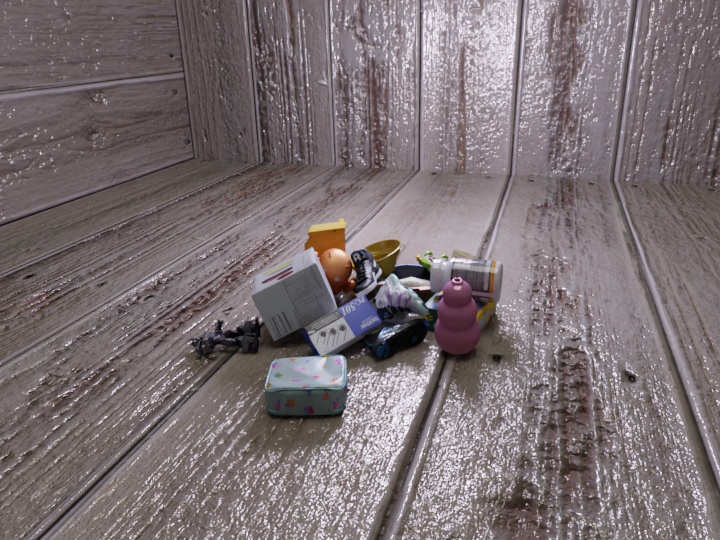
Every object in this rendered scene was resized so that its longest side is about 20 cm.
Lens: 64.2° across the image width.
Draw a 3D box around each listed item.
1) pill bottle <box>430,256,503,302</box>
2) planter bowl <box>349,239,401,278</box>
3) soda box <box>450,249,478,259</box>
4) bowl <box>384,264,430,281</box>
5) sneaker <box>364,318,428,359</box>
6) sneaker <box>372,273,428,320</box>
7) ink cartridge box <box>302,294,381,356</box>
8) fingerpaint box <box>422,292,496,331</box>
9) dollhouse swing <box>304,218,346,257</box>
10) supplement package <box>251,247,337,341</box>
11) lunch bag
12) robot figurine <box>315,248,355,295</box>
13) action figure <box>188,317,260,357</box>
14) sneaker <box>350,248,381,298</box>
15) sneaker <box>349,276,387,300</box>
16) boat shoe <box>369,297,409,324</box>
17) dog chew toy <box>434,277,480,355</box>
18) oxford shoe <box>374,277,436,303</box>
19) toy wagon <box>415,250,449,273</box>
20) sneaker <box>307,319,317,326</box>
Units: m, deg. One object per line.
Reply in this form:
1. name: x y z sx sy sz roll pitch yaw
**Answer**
1. pill bottle: 0.302 0.023 1.636 0.194 0.120 0.116 7 23 19
2. planter bowl: 0.057 -0.024 1.919 0.195 0.086 0.201 -20 19 7
3. soda box: 0.346 -0.007 1.803 0.062 0.070 0.200 13 12 -18
4. bowl: 0.165 0.030 1.932 0.193 0.041 0.202 -1 23 0
5. sneaker: 0.100 0.168 1.553 0.196 0.076 0.081 -16 27 -32
6. sneaker: 0.098 0.110 1.601 0.140 0.078 0.200 -48 33 -1
7. ink cartridge box: -0.048 0.152 1.526 0.196 0.045 0.095 -28 68 -24
8. fingerpaint box: 0.291 0.113 1.675 0.163 0.076 0.199 12 26 28
9. dollhouse swing: -0.118 -0.069 1.970 0.176 0.206 0.176 -8 23 -16
10. supplement package: -0.188 0.061 1.626 0.196 0.150 0.192 -26 17 -1
11. lunch bag: -0.119 0.263 1.333 0.193 0.080 0.161 -1 21 0
12. robot figurine: -0.091 0.006 1.803 0.113 0.148 0.201 -11 -20 -23
13. action figure: -0.371 0.182 1.559 0.193 0.071 0.131 -6 31 0
14. sneaker: 0.000 0.000 1.721 0.072 0.114 0.200 -28 11 19
15. sneaker: 0.066 0.059 1.832 0.196 0.069 0.089 20 31 27
16. boat shoe: 0.052 0.112 1.708 0.193 0.064 0.072 5 23 15
17. dog chew toy: 0.252 0.115 1.493 0.120 0.206 0.125 -4 26 2
18. oxford shoe: 0.133 0.057 1.739 0.193 0.072 0.075 8 33 -12
19. toy wagon: 0.267 -0.014 1.945 0.194 0.041 0.156 11 23 -25
20. sneaker: -0.046 0.173 1.583 0.193 0.079 0.083 -9 43 -5
